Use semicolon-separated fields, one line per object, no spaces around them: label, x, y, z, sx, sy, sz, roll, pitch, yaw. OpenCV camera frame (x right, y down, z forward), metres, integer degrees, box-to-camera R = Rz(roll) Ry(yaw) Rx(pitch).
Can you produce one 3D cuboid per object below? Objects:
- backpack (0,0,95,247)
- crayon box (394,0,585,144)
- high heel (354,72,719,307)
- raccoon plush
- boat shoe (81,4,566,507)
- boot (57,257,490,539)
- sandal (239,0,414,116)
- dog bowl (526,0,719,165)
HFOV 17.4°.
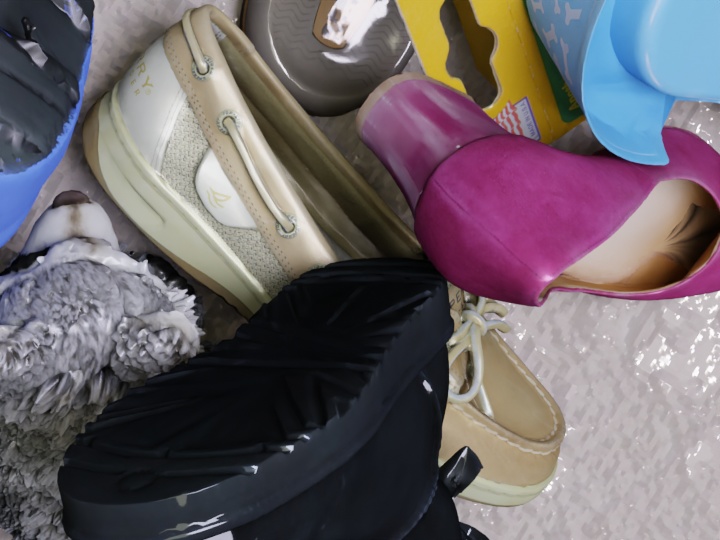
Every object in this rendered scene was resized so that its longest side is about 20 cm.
backpack;-0.188;-0.066;0.696;0.200;0.163;0.168;21;134;-17
crayon box;0.090;-0.129;0.760;0.200;0.052;0.126;-35;142;-8
high heel;0.089;-0.006;0.756;0.200;0.096;0.067;23;111;-47
raccoon plush;-0.073;0.071;0.752;0.097;0.134;0.200;-23;102;-7
boat shoe;0.000;-0.002;0.782;0.201;0.073;0.063;44;119;-8
boot;-0.011;0.098;0.684;0.073;0.198;0.163;0;107;23
sandal;0.018;-0.145;0.778;0.082;0.055;0.200;26;93;-14
dog bowl;0.134;-0.091;0.752;0.200;0.050;0.112;2;125;-40
